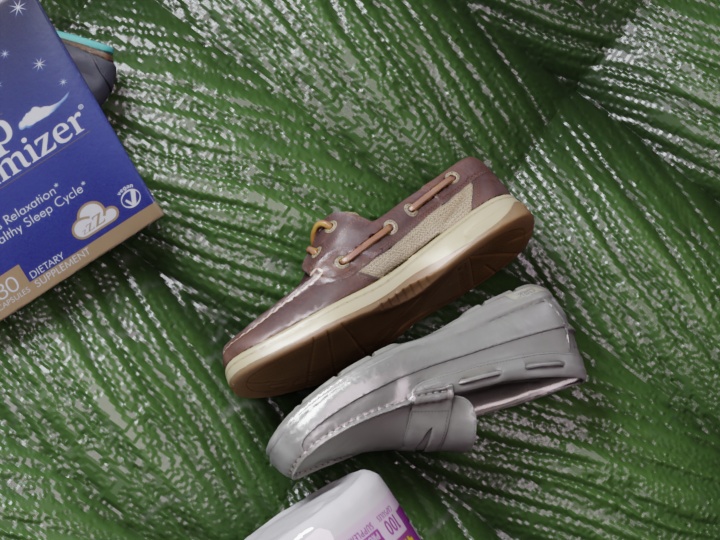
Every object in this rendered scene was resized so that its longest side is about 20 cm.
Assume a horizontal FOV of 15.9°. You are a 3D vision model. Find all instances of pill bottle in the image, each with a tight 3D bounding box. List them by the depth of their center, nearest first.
[{"bbox_3d":[0.015,0.221,1.442,0.112,0.112,0.200,-34,93,-15],"label":"pill bottle"}]

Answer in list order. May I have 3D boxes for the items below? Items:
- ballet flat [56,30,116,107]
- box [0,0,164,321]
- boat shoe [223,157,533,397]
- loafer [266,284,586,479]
[{"bbox_3d":[-0.235,-0.124,1.436,0.200,0.073,0.073,20,80,-15],"label":"ballet flat"},{"bbox_3d":[-0.204,-0.076,1.402,0.121,0.032,0.200,-33,122,-8],"label":"box"},{"bbox_3d":[0.000,0.000,1.484,0.200,0.072,0.072,-32,68,-10],"label":"boat shoe"},{"bbox_3d":[0.041,0.074,1.477,0.200,0.070,0.070,-25,73,-20],"label":"loafer"}]
